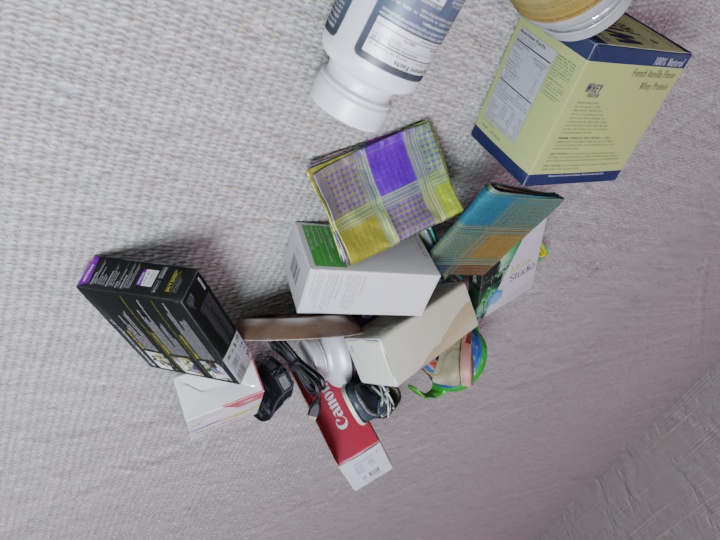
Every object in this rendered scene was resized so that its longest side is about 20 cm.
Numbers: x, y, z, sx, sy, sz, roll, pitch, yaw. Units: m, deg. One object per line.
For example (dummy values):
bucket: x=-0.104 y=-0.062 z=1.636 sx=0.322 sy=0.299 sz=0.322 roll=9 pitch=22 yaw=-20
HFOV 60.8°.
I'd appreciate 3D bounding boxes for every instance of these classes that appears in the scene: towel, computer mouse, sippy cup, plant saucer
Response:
towel: x=0.185 y=-0.055 z=0.909 sx=0.145 sy=0.022 sz=0.200 roll=2 pitch=145 yaw=-31
computer mouse: x=-0.119 y=0.199 z=1.013 sx=0.046 sy=0.140 sz=0.201 roll=-28 pitch=155 yaw=-46
towel: x=0.036 y=-0.105 z=0.820 sx=0.199 sy=0.023 sz=0.145 roll=-24 pitch=101 yaw=-18
sippy cup: x=0.153 y=0.146 z=1.173 sx=0.139 sy=0.179 sz=0.130 roll=-22 pitch=140 yaw=33
plant saucer: x=-0.095 y=0.080 z=0.899 sx=0.198 sy=0.032 sz=0.200 roll=-3 pitch=178 yaw=0

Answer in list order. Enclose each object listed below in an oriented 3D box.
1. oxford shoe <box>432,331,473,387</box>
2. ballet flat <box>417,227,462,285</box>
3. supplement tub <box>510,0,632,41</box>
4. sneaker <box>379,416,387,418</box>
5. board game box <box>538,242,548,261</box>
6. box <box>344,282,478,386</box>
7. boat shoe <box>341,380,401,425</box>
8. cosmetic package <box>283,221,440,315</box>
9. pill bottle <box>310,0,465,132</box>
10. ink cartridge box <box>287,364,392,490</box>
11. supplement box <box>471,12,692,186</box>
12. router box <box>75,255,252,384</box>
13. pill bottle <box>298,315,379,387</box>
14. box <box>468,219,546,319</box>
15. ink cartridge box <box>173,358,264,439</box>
oxford shoe: x=0.156 y=0.114 z=1.059 sx=0.073 sy=0.201 sz=0.071 roll=-5 pitch=125 yaw=12
ballet flat: x=0.111 y=-0.020 z=1.008 sx=0.074 sy=0.074 sz=0.200 roll=-36 pitch=140 yaw=3
supplement tub: x=0.207 y=-0.353 z=0.651 sx=0.145 sy=0.145 sz=0.199 roll=-47 pitch=141 yaw=16
sneaker: x=0.033 y=0.250 z=1.199 sx=0.073 sy=0.112 sz=0.200 roll=-33 pitch=143 yaw=0
board game box: x=0.264 y=-0.039 z=1.129 sx=0.134 sy=0.029 sz=0.200 roll=-40 pitch=142 yaw=8
box: x=0.083 y=0.096 z=0.962 sx=0.199 sy=0.095 sz=0.078 roll=-29 pitch=104 yaw=-34
boat shoe: x=0.024 y=0.208 z=0.995 sx=0.061 sy=0.075 sz=0.200 roll=-26 pitch=159 yaw=9
cosmetic package: x=0.000 y=0.000 z=0.882 sx=0.198 sy=0.108 sz=0.085 roll=1 pitch=130 yaw=-24
pill bottle: x=0.028 y=-0.256 z=0.643 sx=0.119 sy=0.120 sz=0.201 roll=5 pitch=128 yaw=-40
ink cartridge box: x=-0.036 y=0.255 z=1.077 sx=0.083 sy=0.201 sz=0.176 roll=-29 pitch=143 yaw=-7
supplement box: x=0.297 y=-0.241 z=0.848 sx=0.198 sy=0.135 sz=0.201 roll=-8 pitch=136 yaw=-30
router box: x=-0.240 y=0.067 z=0.779 sx=0.148 sy=0.051 sz=0.201 roll=7 pitch=145 yaw=17
pill bottle: x=0.000 y=0.129 z=1.043 sx=0.198 sy=0.113 sz=0.113 roll=-13 pitch=138 yaw=-26
box: x=0.255 y=-0.016 z=1.078 sx=0.144 sy=0.036 sz=0.201 roll=-28 pitch=139 yaw=-22
ink cartridge box: x=-0.217 y=0.199 z=0.942 sx=0.116 sy=0.068 sz=0.200 roll=-18 pitch=162 yaw=-19
